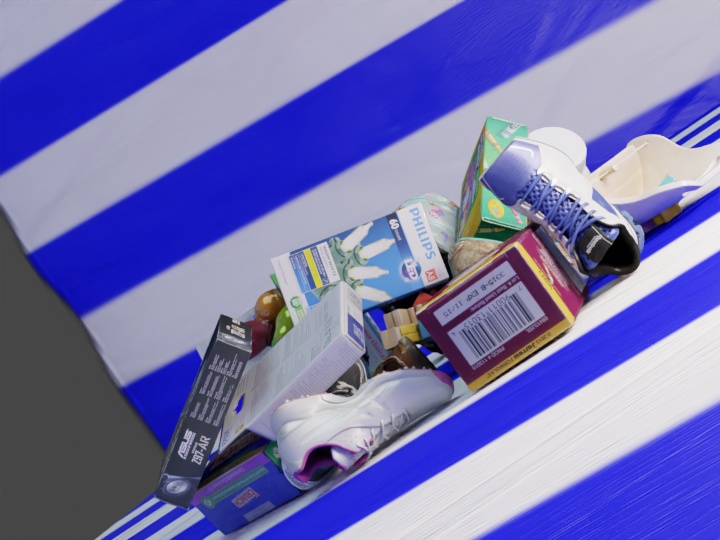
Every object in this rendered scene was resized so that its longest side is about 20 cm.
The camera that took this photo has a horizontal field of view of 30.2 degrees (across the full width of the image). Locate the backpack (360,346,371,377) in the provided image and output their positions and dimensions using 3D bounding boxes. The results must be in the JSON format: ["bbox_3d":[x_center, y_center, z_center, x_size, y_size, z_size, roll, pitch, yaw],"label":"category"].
[{"bbox_3d":[-0.066,0.159,1.827,0.177,0.151,0.200,-33,7,5],"label":"backpack"}]

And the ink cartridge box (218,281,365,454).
[{"bbox_3d":[-0.076,0.118,1.535,0.200,0.043,0.196,-45,13,11],"label":"ink cartridge box"}]

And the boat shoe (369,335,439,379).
[{"bbox_3d":[0.048,0.133,1.555,0.074,0.076,0.200,-42,-8,-10],"label":"boat shoe"}]

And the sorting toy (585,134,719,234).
[{"bbox_3d":[0.362,-0.102,1.637,0.200,0.107,0.180,-34,6,-38],"label":"sorting toy"}]

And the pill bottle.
[{"bbox_3d":[0.248,-0.088,1.771,0.113,0.113,0.200,-35,-35,-26],"label":"pill bottle"}]

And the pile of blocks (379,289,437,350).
[{"bbox_3d":[0.114,0.046,1.636,0.200,0.062,0.082,-11,-13,-25],"label":"pile of blocks"}]

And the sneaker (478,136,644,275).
[{"bbox_3d":[0.225,-0.060,1.401,0.081,0.199,0.115,-53,8,14],"label":"sneaker"}]

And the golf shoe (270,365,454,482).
[{"bbox_3d":[0.007,0.164,1.398,0.200,0.092,0.075,-18,-39,7],"label":"golf shoe"}]

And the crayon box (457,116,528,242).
[{"bbox_3d":[0.162,-0.081,1.647,0.200,0.058,0.119,-81,7,-45],"label":"crayon box"}]

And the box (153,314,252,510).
[{"bbox_3d":[-0.182,0.162,1.565,0.160,0.043,0.200,-116,48,-81],"label":"box"}]

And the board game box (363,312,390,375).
[{"bbox_3d":[-0.038,0.112,2.009,0.134,0.200,0.034,-34,-1,6],"label":"board game box"}]

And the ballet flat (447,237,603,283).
[{"bbox_3d":[0.200,0.003,1.535,0.199,0.065,0.071,1,-34,8],"label":"ballet flat"}]

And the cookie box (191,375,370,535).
[{"bbox_3d":[-0.098,0.201,1.601,0.171,0.075,0.200,-35,16,42],"label":"cookie box"}]

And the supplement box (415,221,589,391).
[{"bbox_3d":[0.155,0.032,1.407,0.131,0.103,0.200,-37,-1,16],"label":"supplement box"}]

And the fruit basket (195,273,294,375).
[{"bbox_3d":[-0.114,0.084,1.762,0.200,0.094,0.185,-39,26,-4],"label":"fruit basket"}]

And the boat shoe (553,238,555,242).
[{"bbox_3d":[0.220,-0.002,1.660,0.075,0.086,0.202,-35,0,29],"label":"boat shoe"}]

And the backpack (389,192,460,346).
[{"bbox_3d":[0.111,-0.003,1.770,0.167,0.200,0.127,-39,20,39],"label":"backpack"}]

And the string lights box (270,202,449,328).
[{"bbox_3d":[0.000,0.000,1.657,0.200,0.103,0.059,-21,-7,2],"label":"string lights box"}]

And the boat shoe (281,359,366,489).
[{"bbox_3d":[-0.027,0.158,1.509,0.068,0.072,0.200,-41,13,39],"label":"boat shoe"}]

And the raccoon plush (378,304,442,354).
[{"bbox_3d":[0.098,0.028,1.915,0.134,0.200,0.097,-56,12,13],"label":"raccoon plush"}]
